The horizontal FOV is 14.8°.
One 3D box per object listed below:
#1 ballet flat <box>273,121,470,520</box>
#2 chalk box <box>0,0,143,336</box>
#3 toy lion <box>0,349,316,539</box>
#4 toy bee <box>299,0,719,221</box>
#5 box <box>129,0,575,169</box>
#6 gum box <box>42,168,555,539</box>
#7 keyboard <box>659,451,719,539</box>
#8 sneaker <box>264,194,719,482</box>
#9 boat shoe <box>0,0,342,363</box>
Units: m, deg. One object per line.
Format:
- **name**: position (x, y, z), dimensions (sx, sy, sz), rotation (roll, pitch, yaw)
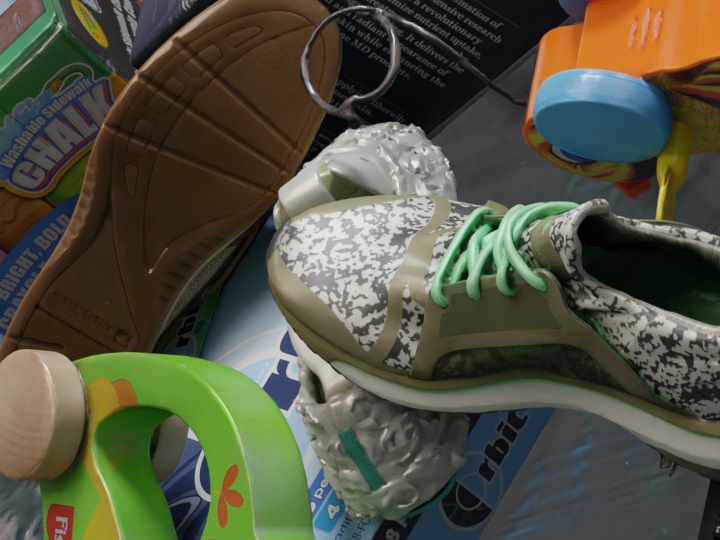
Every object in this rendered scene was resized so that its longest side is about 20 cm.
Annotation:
- **ballet flat**: position (0.000, 0.000, 0.967), dimensions (0.072, 0.072, 0.201), rotation (-37, 34, 21)
- **chalk box**: position (-0.140, -0.060, 1.154), dimensions (0.124, 0.200, 0.125), rotation (-42, 33, 12)
- **toy lion**: position (-0.057, 0.130, 0.938), dimensions (0.191, 0.068, 0.202), rotation (1, 86, 48)
- **toy bee**: position (0.098, -0.069, 0.964), dimensions (0.199, 0.109, 0.131), rotation (21, 80, 41)
- **box**: position (0.021, -0.173, 1.110), dimensions (0.196, 0.124, 0.201), rotation (-37, 33, 40)
- **gum box**: position (-0.015, 0.050, 1.036), dimensions (0.200, 0.045, 0.170), rotation (14, 69, 54)
- **keyboard**: position (0.133, 0.027, 0.882), dimensions (0.104, 0.040, 0.201), rotation (-16, 45, 41)
- **sneaker**: position (0.061, -0.001, 0.852), dimensions (0.199, 0.089, 0.077), rotation (12, 57, 20)
- **boat shoe**: position (-0.071, -0.025, 1.069), dimensions (0.201, 0.072, 0.072), rotation (-59, -2, 13)
